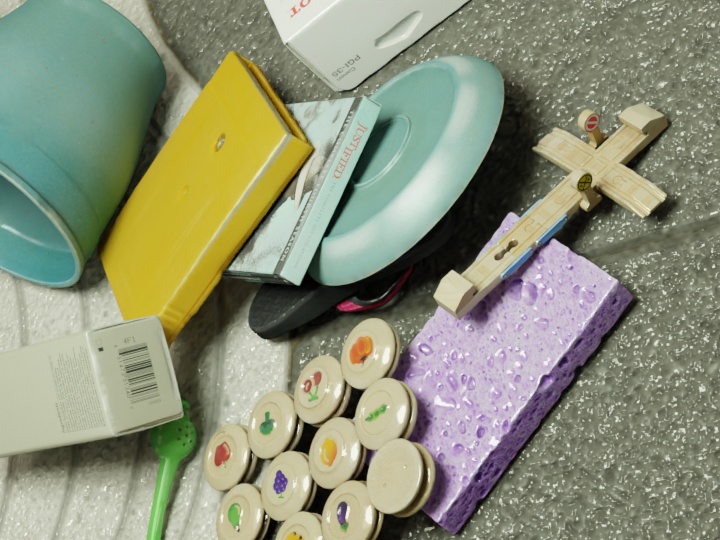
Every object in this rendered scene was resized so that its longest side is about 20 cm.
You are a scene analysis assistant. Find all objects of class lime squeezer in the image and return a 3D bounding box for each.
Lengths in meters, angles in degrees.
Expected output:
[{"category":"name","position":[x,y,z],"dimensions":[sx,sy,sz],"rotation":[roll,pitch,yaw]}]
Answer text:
[{"category":"lime squeezer","position":[-0.153,0.116,1.366],"dimensions":[0.071,0.038,0.200],"rotation":[-57,40,41]}]

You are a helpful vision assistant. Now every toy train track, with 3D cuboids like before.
[{"category":"toy train track","position":[0.125,-0.047,1.214],"dimensions":[0.200,0.033,0.115],"rotation":[-43,46,-10]}]

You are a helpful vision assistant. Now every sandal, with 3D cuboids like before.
[{"category":"sandal","position":[0.000,0.000,1.308],"dimensions":[0.200,0.045,0.075],"rotation":[-30,33,37]}]

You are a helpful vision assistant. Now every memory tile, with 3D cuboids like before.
[{"category":"memory tile","position":[-0.034,0.136,1.243],"dimensions":[0.200,0.017,0.153],"rotation":[-38,49,31]}]

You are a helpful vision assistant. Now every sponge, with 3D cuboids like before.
[{"category":"sponge","position":[0.082,0.067,1.217],"dimensions":[0.200,0.030,0.112],"rotation":[-53,47,0]}]

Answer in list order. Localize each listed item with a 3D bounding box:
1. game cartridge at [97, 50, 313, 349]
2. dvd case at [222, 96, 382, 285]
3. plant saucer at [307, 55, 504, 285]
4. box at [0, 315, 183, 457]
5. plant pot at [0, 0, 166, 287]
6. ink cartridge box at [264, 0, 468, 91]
[{"category":"game cartridge","position":[-0.123,-0.053,1.382],"dimensions":[0.200,0.032,0.176],"rotation":[-55,30,14]},{"category":"dvd case","position":[-0.067,-0.060,1.353],"dimensions":[0.200,0.022,0.146],"rotation":[6,68,60]},{"category":"plant saucer","position":[0.020,-0.079,1.294],"dimensions":[0.200,0.027,0.200],"rotation":[-39,28,26]},{"category":"box","position":[-0.222,0.090,1.349],"dimensions":[0.200,0.068,0.082],"rotation":[-12,91,47]},{"category":"plant pot","position":[-0.260,-0.120,1.470],"dimensions":[0.200,0.200,0.188],"rotation":[11,57,39]},{"category":"ink cartridge box","position":[-0.012,-0.263,1.429],"dimensions":[0.146,0.083,0.200],"rotation":[-36,50,14]}]
